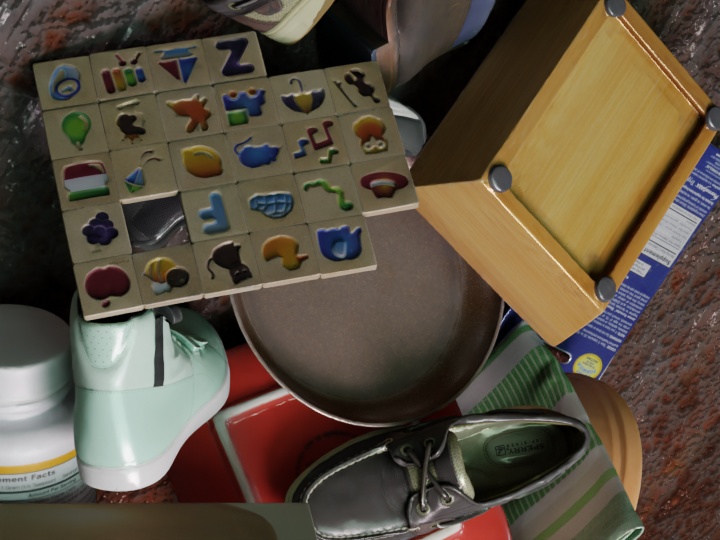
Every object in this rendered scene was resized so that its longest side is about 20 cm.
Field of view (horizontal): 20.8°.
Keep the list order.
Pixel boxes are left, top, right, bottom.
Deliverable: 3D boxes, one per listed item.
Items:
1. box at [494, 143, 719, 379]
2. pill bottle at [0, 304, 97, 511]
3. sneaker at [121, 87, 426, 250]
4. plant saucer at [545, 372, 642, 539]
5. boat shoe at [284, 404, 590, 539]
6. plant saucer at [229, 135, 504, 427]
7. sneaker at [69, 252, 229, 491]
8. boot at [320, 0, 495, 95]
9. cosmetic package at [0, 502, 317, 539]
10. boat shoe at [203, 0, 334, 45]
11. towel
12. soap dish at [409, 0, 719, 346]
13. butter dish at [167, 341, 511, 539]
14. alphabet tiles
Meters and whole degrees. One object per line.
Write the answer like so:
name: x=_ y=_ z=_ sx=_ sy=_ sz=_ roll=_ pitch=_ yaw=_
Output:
box: x=0.175 y=-0.019 z=1.399 sx=0.121 sy=0.032 sz=0.201 roll=25 pitch=101 yaw=-39
pill bottle: x=-0.213 y=0.126 z=1.187 sx=0.109 sy=0.109 sz=0.201 roll=-10 pitch=121 yaw=-27
sneaker: x=-0.057 y=-0.056 z=1.173 sx=0.198 sy=0.074 sz=0.085 roll=-7 pitch=83 yaw=-7
plant saucer: x=0.110 y=0.159 z=1.357 sx=0.037 sy=0.200 sz=0.201 roll=29 pitch=99 yaw=-30
boat shoe: x=0.050 y=0.123 z=1.218 sx=0.200 sy=0.066 sz=0.072 roll=-14 pitch=80 yaw=-21
plant saucer: x=0.000 y=0.000 z=1.243 sx=0.199 sy=0.032 sz=0.202 roll=5 pitch=78 yaw=-27
sneaker: x=-0.120 y=0.033 z=1.155 sx=0.073 sy=0.201 sz=0.119 roll=2 pitch=111 yaw=6
boot: x=0.035 y=-0.193 z=1.175 sx=0.097 sy=0.075 sz=0.201 roll=-26 pitch=149 yaw=-29
cosmetic package: x=-0.126 y=0.194 z=1.136 sx=0.198 sy=0.071 sz=0.106 roll=0 pitch=118 yaw=-11
boat shoe: x=-0.030 y=-0.196 z=1.096 sx=0.064 sy=0.074 sz=0.200 roll=5 pitch=146 yaw=-26
towel: x=0.097 y=0.145 z=1.317 sx=0.023 sy=0.201 sz=0.153 roll=29 pitch=115 yaw=-36
soap dish: x=0.135 y=-0.077 z=1.253 sx=0.157 sy=0.081 sz=0.200 roll=45 pitch=67 yaw=-24
butter dish: x=-0.033 y=0.145 z=1.301 sx=0.199 sy=0.148 sz=0.201 roll=-20 pitch=82 yaw=-22
alphabet tiles: x=-0.074 y=-0.063 z=1.113 sx=0.199 sy=0.168 sz=0.008 roll=-10 pitch=153 yaw=-12
